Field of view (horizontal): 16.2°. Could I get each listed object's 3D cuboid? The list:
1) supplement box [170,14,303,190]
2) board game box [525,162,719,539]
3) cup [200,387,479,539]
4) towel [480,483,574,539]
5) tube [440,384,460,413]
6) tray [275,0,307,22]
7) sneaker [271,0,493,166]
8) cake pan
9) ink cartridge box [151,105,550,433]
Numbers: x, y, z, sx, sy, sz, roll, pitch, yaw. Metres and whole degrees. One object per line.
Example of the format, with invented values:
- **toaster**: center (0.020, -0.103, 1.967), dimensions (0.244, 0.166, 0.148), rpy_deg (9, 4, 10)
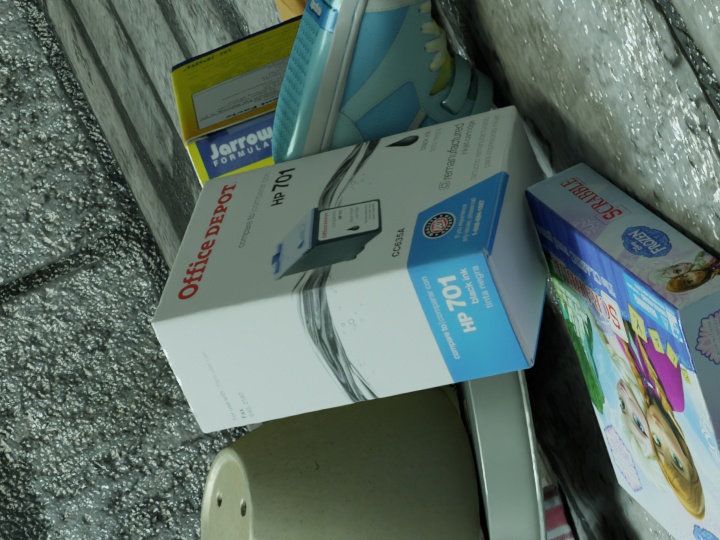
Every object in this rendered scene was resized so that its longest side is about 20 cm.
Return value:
- **supplement box**: center (-0.051, -0.079, 1.636), dimensions (0.200, 0.108, 0.110), rpy_deg (-109, -2, -71)
- **board game box**: center (0.167, 0.064, 1.341), dimensions (0.201, 0.041, 0.200), rpy_deg (70, 170, -24)
- **cup**: center (-0.025, 0.172, 1.695), dimensions (0.200, 0.142, 0.202), rpy_deg (-177, 90, -67)
- **towel**: center (0.101, 0.261, 1.845), dimensions (0.030, 0.146, 0.201), rpy_deg (-127, 16, -61)
- **tube**: center (0.051, 0.058, 1.779), dimensions (0.052, 0.058, 0.200), rpy_deg (40, 174, 29)
- **tray**: center (-0.021, -0.183, 1.740), dimensions (0.200, 0.037, 0.099), rpy_deg (47, 160, 58)
- **sneaker**: center (0.034, -0.138, 1.480), dimensions (0.080, 0.130, 0.201), rpy_deg (-109, 36, -63)
- **cake pan**: center (0.089, 0.098, 1.674), dimensions (0.200, 0.036, 0.202), rpy_deg (171, 90, -89)
- **ink cartridge box**: center (0.000, 0.000, 1.411), dimensions (0.147, 0.199, 0.086), rpy_deg (-75, -32, -53)
